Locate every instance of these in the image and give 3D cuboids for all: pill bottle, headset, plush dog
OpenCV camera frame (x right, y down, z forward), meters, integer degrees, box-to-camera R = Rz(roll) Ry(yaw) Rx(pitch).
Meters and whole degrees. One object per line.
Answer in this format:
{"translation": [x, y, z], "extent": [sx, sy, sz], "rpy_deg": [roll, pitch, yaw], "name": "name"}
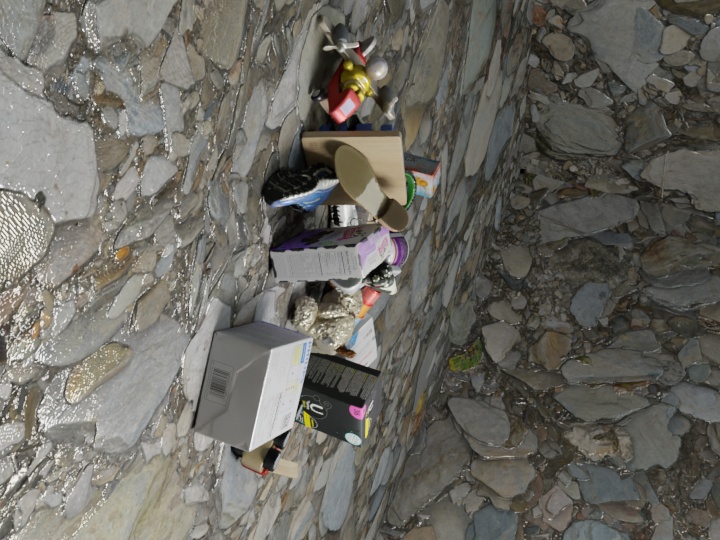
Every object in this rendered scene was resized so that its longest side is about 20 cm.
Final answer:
{"translation": [0.062, -0.053, 2.082], "extent": [0.200, 0.111, 0.114], "rpy_deg": [-10, 116, -70], "name": "pill bottle"}
{"translation": [0.057, -0.144, 1.768], "extent": [0.200, 0.094, 0.124], "rpy_deg": [-42, 137, -13], "name": "headset"}
{"translation": [-0.052, 0.100, 1.786], "extent": [0.173, 0.158, 0.201], "rpy_deg": [-62, 158, -22], "name": "plush dog"}

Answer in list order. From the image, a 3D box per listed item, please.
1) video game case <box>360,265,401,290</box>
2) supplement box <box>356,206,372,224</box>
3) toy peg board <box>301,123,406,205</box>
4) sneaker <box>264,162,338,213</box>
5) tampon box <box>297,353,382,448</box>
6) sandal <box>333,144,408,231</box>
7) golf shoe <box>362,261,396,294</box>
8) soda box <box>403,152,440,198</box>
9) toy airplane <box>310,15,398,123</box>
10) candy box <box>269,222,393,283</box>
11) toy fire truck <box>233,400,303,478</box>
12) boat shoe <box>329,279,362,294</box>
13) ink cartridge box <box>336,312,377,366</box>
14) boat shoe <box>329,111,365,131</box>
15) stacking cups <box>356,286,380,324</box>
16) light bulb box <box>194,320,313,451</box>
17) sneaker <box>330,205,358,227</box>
{"translation": [0.002, 0.046, 1.958], "extent": [0.181, 0.022, 0.200], "rpy_deg": [-37, 168, 15], "name": "video game case"}
{"translation": [-0.001, -0.087, 1.924], "extent": [0.126, 0.073, 0.203], "rpy_deg": [-15, 120, -69], "name": "supplement box"}
{"translation": [-0.005, -0.238, 1.618], "extent": [0.200, 0.197, 0.099], "rpy_deg": [79, 14, -53], "name": "toy peg board"}
{"translation": [-0.114, -0.144, 1.516], "extent": [0.199, 0.078, 0.090], "rpy_deg": [-21, 141, -51], "name": "sneaker"}
{"translation": [-0.060, 0.304, 1.881], "extent": [0.127, 0.197, 0.151], "rpy_deg": [-56, 155, -43], "name": "tampon box"}
{"translation": [0.006, -0.156, 1.574], "extent": [0.078, 0.212, 0.069], "rpy_deg": [-51, -161, -19], "name": "sandal"}
{"translation": [0.000, 0.000, 1.801], "extent": [0.077, 0.199, 0.088], "rpy_deg": [-50, 142, -11], "name": "golf shoe"}
{"translation": [0.089, -0.238, 1.857], "extent": [0.069, 0.197, 0.064], "rpy_deg": [90, 24, -44], "name": "soda box"}
{"translation": [0.000, -0.393, 1.537], "extent": [0.199, 0.140, 0.203], "rpy_deg": [-13, 95, -50], "name": "toy airplane"}
{"translation": [-0.056, -0.037, 1.582], "extent": [0.168, 0.197, 0.073], "rpy_deg": [-38, 121, -61], "name": "candy box"}
{"translation": [-0.183, 0.375, 1.729], "extent": [0.201, 0.127, 0.178], "rpy_deg": [96, 16, -64], "name": "toy fire truck"}
{"translation": [-0.043, -0.005, 1.704], "extent": [0.074, 0.202, 0.065], "rpy_deg": [-29, 126, -9], "name": "boat shoe"}
{"translation": [-0.020, 0.198, 2.079], "extent": [0.116, 0.066, 0.201], "rpy_deg": [-43, 150, -24], "name": "ink cartridge box"}
{"translation": [-0.016, -0.295, 1.683], "extent": [0.072, 0.062, 0.200], "rpy_deg": [-39, 152, 1], "name": "boat shoe"}
{"translation": [-0.023, 0.117, 1.912], "extent": [0.200, 0.060, 0.060], "rpy_deg": [-49, 172, 24], "name": "stacking cups"}
{"translation": [-0.200, 0.214, 1.501], "extent": [0.200, 0.123, 0.201], "rpy_deg": [-5, 110, -72], "name": "light bulb box"}
{"translation": [-0.046, -0.146, 1.768], "extent": [0.080, 0.073, 0.203], "rpy_deg": [-12, 113, -54], "name": "sneaker"}
